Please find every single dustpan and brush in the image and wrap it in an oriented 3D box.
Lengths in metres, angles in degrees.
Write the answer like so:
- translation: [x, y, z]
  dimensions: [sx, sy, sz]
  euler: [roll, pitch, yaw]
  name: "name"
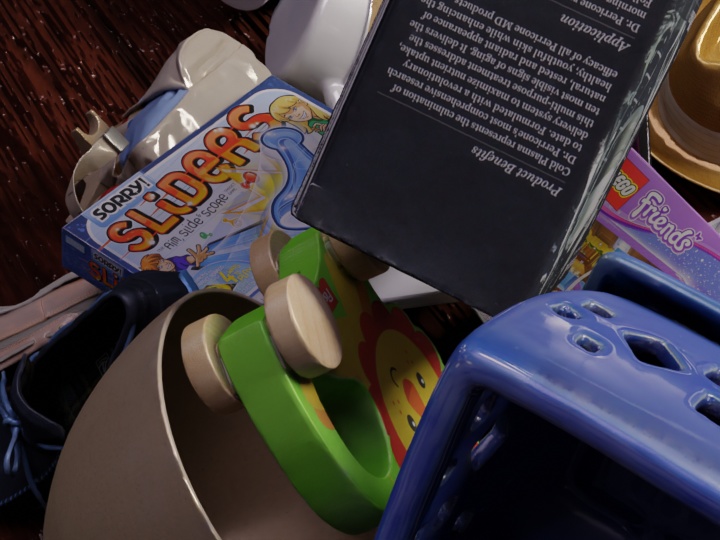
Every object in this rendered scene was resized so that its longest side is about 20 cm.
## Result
- translation: [-0.024, -0.146, 1.082]
  dimensions: [0.057, 0.140, 0.200]
  euler: [22, 47, -18]
  name: "dustpan and brush"

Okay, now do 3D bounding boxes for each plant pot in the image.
- translation: [-0.083, 0.128, 0.780]
  dimensions: [0.134, 0.200, 0.200]
  euler: [-32, 40, 22]
  name: "plant pot"
- translation: [0.131, 0.118, 0.681]
  dimensions: [0.200, 0.200, 0.180]
  euler: [30, 34, 16]
  name: "plant pot"

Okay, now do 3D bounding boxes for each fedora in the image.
- translation: [0.268, -0.140, 0.998]
  dimensions: [0.200, 0.082, 0.201]
  euler: [-3, 60, 5]
  name: "fedora"

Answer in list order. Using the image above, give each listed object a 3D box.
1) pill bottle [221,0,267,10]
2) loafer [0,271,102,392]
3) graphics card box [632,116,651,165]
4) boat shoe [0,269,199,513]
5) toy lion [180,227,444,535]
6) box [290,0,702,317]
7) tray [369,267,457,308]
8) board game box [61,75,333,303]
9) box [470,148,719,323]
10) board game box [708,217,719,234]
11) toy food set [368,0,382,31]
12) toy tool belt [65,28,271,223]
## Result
- translation: [-0.047, -0.293, 1.227]
  dimensions: [0.111, 0.111, 0.200]
  euler: [19, 52, 28]
  name: "pill bottle"
- translation: [-0.190, 0.047, 0.959]
  dimensions: [0.200, 0.072, 0.063]
  euler: [-16, 61, 7]
  name: "loafer"
- translation: [0.113, -0.101, 0.936]
  dimensions: [0.125, 0.200, 0.051]
  euler: [5, 51, 16]
  name: "graphics card box"
- translation: [-0.170, 0.063, 0.853]
  dimensions: [0.084, 0.200, 0.069]
  euler: [50, 26, 23]
  name: "boat shoe"
- translation: [0.005, 0.070, 0.789]
  dimensions: [0.069, 0.192, 0.200]
  euler: [-26, 12, 20]
  name: "toy lion"
- translation: [0.080, -0.097, 0.753]
  dimensions: [0.124, 0.197, 0.200]
  euler: [28, 13, 10]
  name: "box"
- translation: [0.000, 0.000, 0.959]
  dimensions: [0.200, 0.022, 0.107]
  euler: [-8, 32, 19]
  name: "tray"
- translation: [-0.064, -0.033, 0.931]
  dimensions: [0.135, 0.034, 0.200]
  euler: [30, 48, 19]
  name: "board game box"
- translation: [0.163, 0.038, 0.860]
  dimensions: [0.137, 0.039, 0.200]
  euler: [-44, 46, 10]
  name: "box"
- translation: [0.245, 0.045, 0.878]
  dimensions: [0.126, 0.035, 0.200]
  euler: [-25, 46, -11]
  name: "board game box"
- translation: [0.086, -0.167, 1.117]
  dimensions: [0.198, 0.049, 0.200]
  euler: [7, 47, 19]
  name: "toy food set"
- translation: [-0.137, -0.064, 1.035]
  dimensions: [0.123, 0.125, 0.200]
  euler: [-28, 22, 50]
  name: "toy tool belt"
